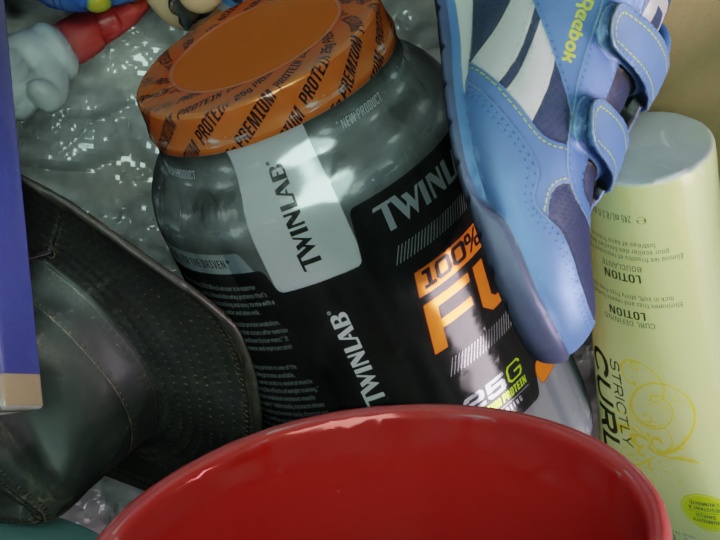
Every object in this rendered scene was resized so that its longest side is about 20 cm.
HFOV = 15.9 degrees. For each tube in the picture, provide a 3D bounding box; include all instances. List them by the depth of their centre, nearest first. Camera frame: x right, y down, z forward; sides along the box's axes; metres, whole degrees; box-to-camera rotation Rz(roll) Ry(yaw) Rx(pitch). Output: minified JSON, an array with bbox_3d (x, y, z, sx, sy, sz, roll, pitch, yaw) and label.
[{"bbox_3d":[0.116,0.037,0.971,0.052,0.058,0.200,-14,125,-7],"label":"tube"}]

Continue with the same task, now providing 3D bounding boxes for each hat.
[{"bbox_3d":[-0.136,0.042,0.957,0.200,0.201,0.081,38,56,-2],"label":"hat"}]

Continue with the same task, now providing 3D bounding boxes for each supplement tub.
[{"bbox_3d":[0.000,0.000,0.962,0.122,0.123,0.200,-26,117,-1],"label":"supplement tub"}]

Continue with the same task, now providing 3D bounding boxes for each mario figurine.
[{"bbox_3d":[-0.099,-0.125,0.990,0.199,0.124,0.106,7,62,4],"label":"mario figurine"}]

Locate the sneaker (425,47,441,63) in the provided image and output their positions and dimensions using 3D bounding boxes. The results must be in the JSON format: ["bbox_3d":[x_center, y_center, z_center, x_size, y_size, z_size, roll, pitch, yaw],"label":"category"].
[{"bbox_3d":[0.101,-0.030,1.026,0.200,0.076,0.081,39,82,-10],"label":"sneaker"}]

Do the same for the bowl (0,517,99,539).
[{"bbox_3d":[-0.131,0.171,0.978,0.200,0.105,0.201,14,120,25],"label":"bowl"}]

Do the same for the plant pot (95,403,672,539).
[{"bbox_3d":[0.015,0.170,0.871,0.200,0.201,0.178,-10,117,-2],"label":"plant pot"}]

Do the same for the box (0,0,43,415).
[{"bbox_3d":[-0.177,-0.043,0.906,0.121,0.032,0.201,-9,84,26],"label":"box"}]

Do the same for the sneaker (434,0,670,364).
[{"bbox_3d":[0.069,-0.068,0.884,0.082,0.074,0.201,-6,73,6],"label":"sneaker"}]

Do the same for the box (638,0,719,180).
[{"bbox_3d":[0.186,-0.097,0.974,0.199,0.021,0.164,10,115,-31],"label":"box"}]
